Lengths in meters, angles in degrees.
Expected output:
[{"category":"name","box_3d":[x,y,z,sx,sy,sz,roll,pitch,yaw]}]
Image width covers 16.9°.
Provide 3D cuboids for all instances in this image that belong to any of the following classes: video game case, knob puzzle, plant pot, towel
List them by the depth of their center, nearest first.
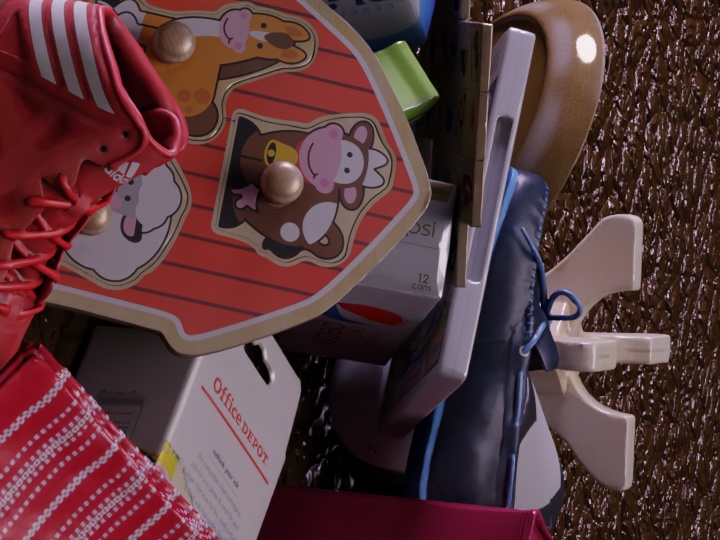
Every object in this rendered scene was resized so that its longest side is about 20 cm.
[{"category":"towel","box_3d":[-0.133,0.142,1.058,0.145,0.022,0.200,-49,126,-14]},{"category":"knob puzzle","box_3d":[-0.061,-0.057,1.128,0.030,0.219,0.220,139,-38,-72]},{"category":"video game case","box_3d":[0.051,-0.018,1.337,0.143,0.018,0.200,127,-23,-69]},{"category":"plant pot","box_3d":[0.073,-0.079,1.457,0.027,0.200,0.200,27,62,-24]}]

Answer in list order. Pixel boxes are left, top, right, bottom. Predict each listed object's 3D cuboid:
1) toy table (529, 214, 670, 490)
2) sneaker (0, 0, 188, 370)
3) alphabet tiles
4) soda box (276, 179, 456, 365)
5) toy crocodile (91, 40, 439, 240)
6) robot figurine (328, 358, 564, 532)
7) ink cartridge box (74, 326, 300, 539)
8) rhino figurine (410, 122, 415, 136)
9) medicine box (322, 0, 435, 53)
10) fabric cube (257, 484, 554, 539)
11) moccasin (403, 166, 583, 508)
[{"category":"toy table","box_3d":[0.130,0.054,1.643,0.200,0.117,0.184,-28,118,-63]},{"category":"sneaker","box_3d":[-0.139,-0.022,1.036,0.078,0.115,0.200,-3,95,-66]},{"category":"alphabet tiles","box_3d":[0.047,-0.082,1.274,0.200,0.008,0.168,-138,-130,-80]},{"category":"soda box","box_3d":[0.000,0.000,1.299,0.200,0.068,0.064,123,-24,-76]},{"category":"toy crocodile","box_3d":[-0.056,-0.057,1.173,0.062,0.200,0.068,102,-36,-70]},{"category":"robot figurine","box_3d":[0.056,0.108,1.468,0.125,0.150,0.200,-30,134,-8]},{"category":"ink cartridge box","box_3d":[-0.101,0.109,1.192,0.117,0.067,0.200,62,40,-49]},{"category":"rhino figurine","box_3d":[-0.002,-0.124,1.400,0.200,0.060,0.088,50,44,-51]},{"category":"medicine box","box_3d":[-0.026,-0.237,1.239,0.182,0.103,0.200,-76,152,-47]},{"category":"fabric cube","box_3d":[0.010,0.242,1.294,0.196,0.199,0.200,55,43,-53]},{"category":"moccasin","box_3d":[0.077,0.045,1.352,0.080,0.068,0.200,-171,-84,-81]}]
